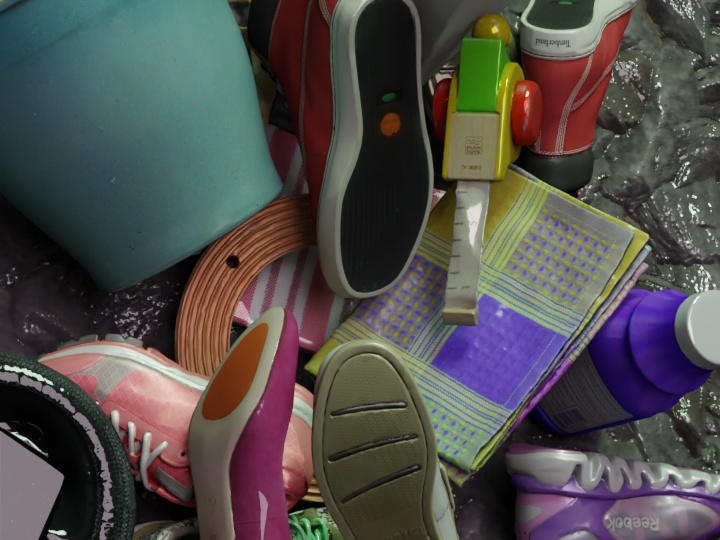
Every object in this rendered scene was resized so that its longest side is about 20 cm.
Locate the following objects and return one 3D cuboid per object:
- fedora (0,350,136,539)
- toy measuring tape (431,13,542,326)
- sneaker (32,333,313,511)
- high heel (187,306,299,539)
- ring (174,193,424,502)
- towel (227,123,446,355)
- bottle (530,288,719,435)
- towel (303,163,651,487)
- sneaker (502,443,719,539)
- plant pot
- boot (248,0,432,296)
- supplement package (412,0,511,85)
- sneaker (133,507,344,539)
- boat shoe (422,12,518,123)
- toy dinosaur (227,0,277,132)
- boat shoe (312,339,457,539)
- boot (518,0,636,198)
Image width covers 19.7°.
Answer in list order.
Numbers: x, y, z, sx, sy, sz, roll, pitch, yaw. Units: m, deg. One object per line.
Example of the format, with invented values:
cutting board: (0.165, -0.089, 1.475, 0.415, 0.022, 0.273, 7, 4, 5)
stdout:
fedora: (-0.229, 0.149, 1.194, 0.200, 0.092, 0.201, 7, 69, -20)
toy measuring tape: (0.078, -0.063, 1.320, 0.073, 0.074, 0.201, 6, 86, -21)
sneaker: (-0.119, 0.098, 1.243, 0.200, 0.074, 0.087, 9, 38, -5)
high heel: (-0.055, 0.126, 1.201, 0.096, 0.067, 0.200, 29, 73, -31)
ring: (-0.023, 0.050, 1.338, 0.200, 0.019, 0.201, 2, 84, -17)
towel: (0.000, 0.000, 1.390, 0.200, 0.030, 0.147, 21, 65, -13)
bottle: (0.173, 0.054, 1.336, 0.065, 0.200, 0.084, -30, 92, -29)
towel: (0.074, 0.023, 1.310, 0.144, 0.023, 0.200, 33, 75, 27)
sneaker: (0.179, 0.168, 1.372, 0.200, 0.080, 0.089, 10, 84, -27)
plant pot: (-0.148, -0.097, 1.281, 0.200, 0.200, 0.188, -36, 101, -30)
boot: (-0.023, -0.092, 1.313, 0.072, 0.144, 0.201, -11, 111, -32)
supplement package: (0.044, -0.216, 1.321, 0.121, 0.200, 0.120, 46, 72, 3)
sneaker: (-0.052, 0.176, 1.260, 0.200, 0.089, 0.077, -4, 71, -25)
boat shoe: (0.057, -0.168, 1.455, 0.075, 0.068, 0.200, -7, 75, -22)
toy dinosaur: (-0.063, -0.166, 1.399, 0.101, 0.058, 0.200, 21, 52, 1)
boat shoe: (0.016, 0.131, 1.231, 0.075, 0.068, 0.200, -13, 105, 0)
boot: (0.153, -0.134, 1.489, 0.072, 0.145, 0.200, 7, 26, 16)
